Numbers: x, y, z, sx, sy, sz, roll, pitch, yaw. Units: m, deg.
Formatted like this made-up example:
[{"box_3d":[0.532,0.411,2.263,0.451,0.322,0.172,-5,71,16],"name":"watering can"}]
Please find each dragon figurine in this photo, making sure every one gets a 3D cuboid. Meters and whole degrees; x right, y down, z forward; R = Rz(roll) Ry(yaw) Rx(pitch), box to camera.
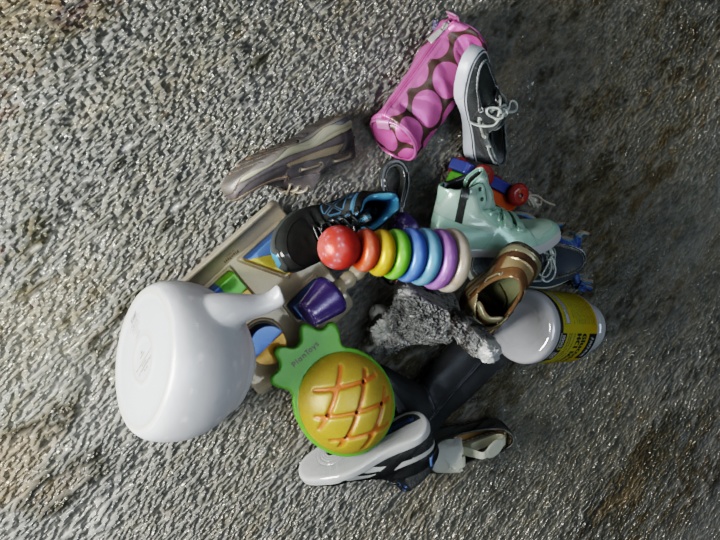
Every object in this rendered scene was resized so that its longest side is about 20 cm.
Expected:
[{"box_3d":[0.313,-0.028,1.173,0.199,0.059,0.100,19,89,-30],"name":"dragon figurine"}]

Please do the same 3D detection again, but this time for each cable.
[{"box_3d":[0.052,-0.057,1.052,0.096,0.050,0.202,-21,95,-6],"name":"cable"}]

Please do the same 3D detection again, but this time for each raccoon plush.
[{"box_3d":[0.082,0.099,0.992,0.096,0.200,0.135,9,118,-39],"name":"raccoon plush"}]

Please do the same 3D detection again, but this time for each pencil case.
[{"box_3d":[0.091,-0.255,1.004,0.201,0.090,0.094,-58,153,-11],"name":"pencil case"}]

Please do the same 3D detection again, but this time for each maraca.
[{"box_3d":[-0.034,0.161,0.970,0.137,0.107,0.200,-43,108,-14],"name":"maraca"}]

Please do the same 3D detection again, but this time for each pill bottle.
[{"box_3d":[0.304,0.089,1.140,0.199,0.112,0.114,5,96,-46],"name":"pill bottle"}]

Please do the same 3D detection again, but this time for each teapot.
[{"box_3d":[-0.193,0.112,0.861,0.145,0.199,0.199,10,82,-39],"name":"teapot"}]

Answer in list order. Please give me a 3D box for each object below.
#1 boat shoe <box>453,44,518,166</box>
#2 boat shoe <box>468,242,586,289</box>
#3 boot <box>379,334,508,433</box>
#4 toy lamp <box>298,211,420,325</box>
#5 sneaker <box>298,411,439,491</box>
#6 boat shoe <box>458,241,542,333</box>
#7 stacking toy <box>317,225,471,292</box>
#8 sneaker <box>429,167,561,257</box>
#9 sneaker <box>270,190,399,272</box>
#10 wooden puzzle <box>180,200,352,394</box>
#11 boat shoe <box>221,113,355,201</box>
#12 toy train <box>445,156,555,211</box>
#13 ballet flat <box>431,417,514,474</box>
[{"box_3d":[0.178,-0.223,1.013,0.074,0.068,0.200,-47,147,-27],"name":"boat shoe"},{"box_3d":[0.259,-0.014,1.090,0.198,0.062,0.076,1,76,-15],"name":"boat shoe"},{"box_3d":[0.119,0.144,1.091,0.200,0.066,0.165,-41,122,-13],"name":"boot"},{"box_3d":[0.000,0.000,0.965,0.200,0.058,0.059,-38,113,-24],"name":"toy lamp"},{"box_3d":[0.020,0.287,1.038,0.198,0.073,0.112,-21,124,5],"name":"sneaker"},{"box_3d":[0.179,0.043,1.006,0.075,0.201,0.074,30,48,6],"name":"boat shoe"},{"box_3d":[0.040,-0.023,0.913,0.198,0.085,0.086,7,95,-29],"name":"stacking toy"},{"box_3d":[0.195,-0.082,1.007,0.198,0.074,0.119,-4,117,-14],"name":"sneaker"},{"box_3d":[-0.033,-0.062,0.944,0.200,0.082,0.074,-35,106,-37],"name":"sneaker"},{"box_3d":[-0.119,0.039,0.959,0.185,0.046,0.201,-44,115,-16],"name":"wooden puzzle"},{"box_3d":[-0.083,-0.133,0.936,0.199,0.074,0.074,-32,111,-19],"name":"boat shoe"},{"box_3d":[0.204,-0.083,1.097,0.199,0.085,0.116,22,98,-28],"name":"toy train"},{"box_3d":[0.158,0.277,1.132,0.198,0.068,0.069,-13,105,-26],"name":"ballet flat"}]
